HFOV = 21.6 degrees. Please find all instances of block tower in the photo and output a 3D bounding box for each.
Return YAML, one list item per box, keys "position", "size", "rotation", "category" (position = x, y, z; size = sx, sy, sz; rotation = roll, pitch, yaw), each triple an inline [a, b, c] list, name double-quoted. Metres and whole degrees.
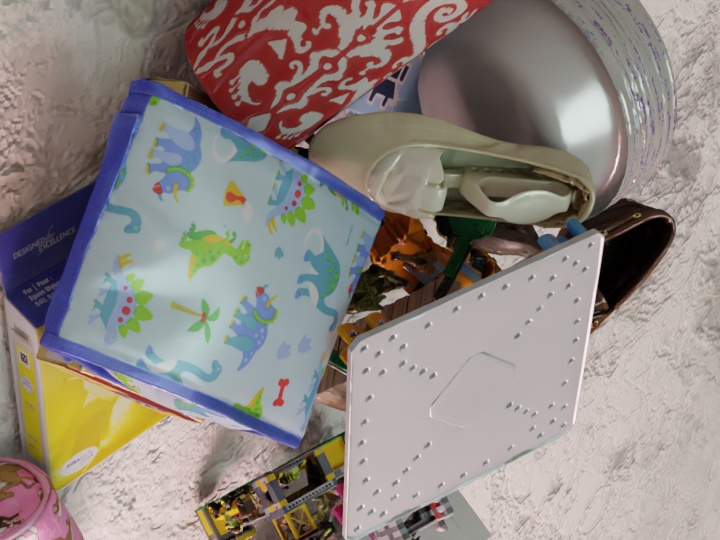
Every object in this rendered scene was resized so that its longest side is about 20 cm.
- position: [0.029, 0.063, 1.468]
  size: [0.057, 0.200, 0.055]
  rotation: [19, 65, -24]
  category: "block tower"

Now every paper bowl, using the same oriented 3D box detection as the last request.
- position: [0.121, -0.126, 1.359]
  size: [0.104, 0.200, 0.202]
  rotation: [-36, 140, -33]
  category: "paper bowl"

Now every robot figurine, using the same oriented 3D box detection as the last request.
- position: [0.059, -0.009, 1.506]
  size: [0.058, 0.145, 0.199]
  rotation: [-47, 138, 10]
  category: "robot figurine"

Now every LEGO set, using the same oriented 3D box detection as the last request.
- position: [-0.023, 0.200, 1.516]
  size: [0.199, 0.117, 0.153]
  rotation: [-23, 175, -45]
  category: "LEGO set"
- position: [0.000, 0.000, 1.347]
  size: [0.116, 0.152, 0.202]
  rotation: [173, -64, -77]
  category: "LEGO set"

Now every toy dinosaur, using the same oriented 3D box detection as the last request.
- position: [0.101, -0.045, 1.492]
  size: [0.101, 0.201, 0.077]
  rotation: [20, 127, -19]
  category: "toy dinosaur"

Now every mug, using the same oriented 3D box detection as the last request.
- position: [-0.004, -0.185, 1.249]
  size: [0.199, 0.134, 0.178]
  rotation: [-38, -172, 22]
  category: "mug"

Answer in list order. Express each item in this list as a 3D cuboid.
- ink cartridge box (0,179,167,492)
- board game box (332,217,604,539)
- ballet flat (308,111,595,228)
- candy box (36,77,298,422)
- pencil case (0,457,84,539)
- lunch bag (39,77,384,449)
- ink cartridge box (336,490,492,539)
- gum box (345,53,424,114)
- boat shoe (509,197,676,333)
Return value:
- position: [-0.159, 0.025, 1.317]
  size: [0.197, 0.047, 0.202]
  rotation: [-33, 140, -37]
  category: "ink cartridge box"
- position: [0.069, 0.074, 1.277]
  size: [0.199, 0.026, 0.201]
  rotation: [-24, 140, -24]
  category: "board game box"
- position: [0.065, -0.061, 1.254]
  size: [0.198, 0.070, 0.070]
  rotation: [6, 116, -14]
  category: "ballet flat"
- position: [-0.126, -0.013, 1.261]
  size: [0.116, 0.056, 0.202]
  rotation: [28, 76, -44]
  category: "candy box"
- position: [-0.233, 0.219, 1.327]
  size: [0.201, 0.086, 0.083]
  rotation: [76, 32, -46]
  category: "pencil case"
- position: [-0.102, -0.003, 1.160]
  size: [0.200, 0.127, 0.172]
  rotation: [30, 75, -53]
  category: "lunch bag"
- position: [-0.003, 0.270, 1.628]
  size: [0.199, 0.088, 0.145]
  rotation: [-36, 174, -38]
  category: "ink cartridge box"
- position: [0.029, -0.196, 1.407]
  size: [0.199, 0.044, 0.171]
  rotation: [15, 101, -58]
  category: "gum box"
- position: [0.153, 0.015, 1.379]
  size: [0.200, 0.070, 0.071]
  rotation: [-46, 123, -26]
  category: "boat shoe"
